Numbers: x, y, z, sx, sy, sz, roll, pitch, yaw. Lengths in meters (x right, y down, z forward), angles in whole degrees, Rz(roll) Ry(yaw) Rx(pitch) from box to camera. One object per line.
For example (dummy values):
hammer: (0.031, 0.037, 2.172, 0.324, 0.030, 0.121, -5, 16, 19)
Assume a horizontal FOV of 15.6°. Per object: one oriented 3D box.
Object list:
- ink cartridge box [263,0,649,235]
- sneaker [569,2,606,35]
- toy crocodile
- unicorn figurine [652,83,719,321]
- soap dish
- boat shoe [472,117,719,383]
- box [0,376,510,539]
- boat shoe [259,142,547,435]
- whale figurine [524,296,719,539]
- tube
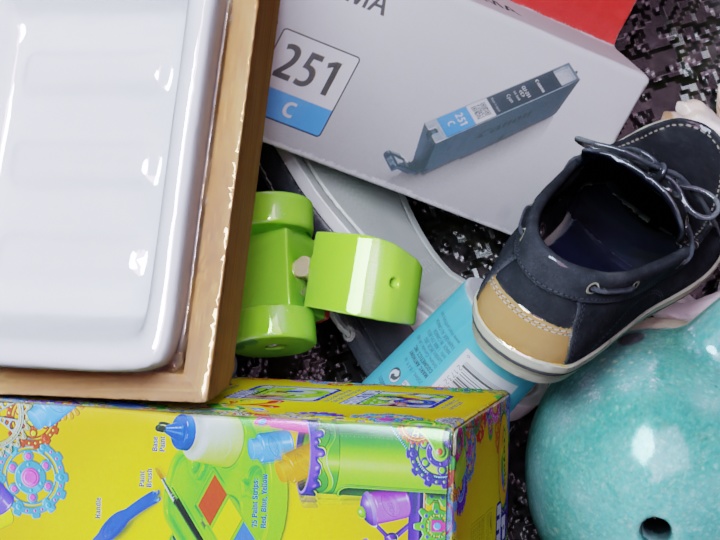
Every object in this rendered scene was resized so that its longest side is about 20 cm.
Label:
ink cartridge box: (0.040, -0.120, 1.146, 0.199, 0.045, 0.177, 19, 108, -29)
sneaker: (0.112, -0.184, 1.246, 0.088, 0.074, 0.200, 39, 75, 3)
toy crocodile: (-0.068, 0.014, 1.155, 0.199, 0.062, 0.068, -13, 70, 27)
unicorn figurine: (0.178, 0.010, 1.201, 0.137, 0.074, 0.201, 23, 77, 5)
soap dish: (-0.112, -0.044, 1.054, 0.156, 0.081, 0.202, 1, 75, 23)
boat shoe: (0.114, -0.022, 1.118, 0.074, 0.062, 0.200, 34, 38, 15)
box: (-0.045, 0.149, 1.061, 0.191, 0.122, 0.202, 3, 95, 14)
boat shoe: (0.000, 0.000, 1.189, 0.060, 0.075, 0.200, -45, 72, 30)
whale figurine: (0.167, 0.089, 1.119, 0.198, 0.104, 0.160, -1, 109, 14)
tube: (0.001, 0.090, 1.139, 0.077, 0.050, 0.200, 47, 110, 12)
